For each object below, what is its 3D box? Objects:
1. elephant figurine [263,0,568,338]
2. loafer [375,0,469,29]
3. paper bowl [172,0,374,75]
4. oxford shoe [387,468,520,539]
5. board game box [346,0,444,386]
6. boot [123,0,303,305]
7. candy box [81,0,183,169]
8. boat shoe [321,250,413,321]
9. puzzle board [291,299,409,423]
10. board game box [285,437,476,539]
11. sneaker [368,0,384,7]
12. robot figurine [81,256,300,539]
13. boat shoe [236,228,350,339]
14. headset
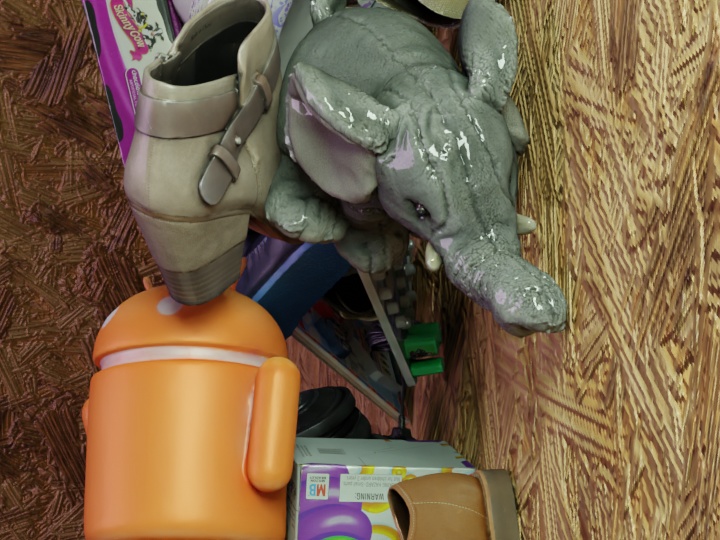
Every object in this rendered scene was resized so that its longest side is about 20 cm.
[{"bbox_3d":[0.033,-0.064,0.978,0.142,0.155,0.200,-61,13,-6],"label":"elephant figurine"},{"bbox_3d":[0.032,-0.170,1.103,0.200,0.076,0.068,-140,73,-82],"label":"loafer"},{"bbox_3d":[-0.052,-0.212,1.387,0.201,0.104,0.201,-53,-17,-23],"label":"paper bowl"},{"bbox_3d":[0.046,0.180,0.977,0.200,0.071,0.071,-99,14,-49],"label":"oxford shoe"},{"bbox_3d":[0.017,-0.063,1.220,0.200,0.026,0.200,67,-163,-56],"label":"board game box"},{"bbox_3d":[-0.059,-0.080,1.079,0.200,0.070,0.147,-54,-28,-48],"label":"boot"},{"bbox_3d":[-0.137,-0.128,1.466,0.200,0.061,0.137,47,-152,-82],"label":"candy box"},{"bbox_3d":[-0.003,0.000,1.341,0.202,0.072,0.060,66,-161,-73],"label":"boat shoe"},{"bbox_3d":[-0.029,0.021,1.462,0.017,0.151,0.200,-46,18,12],"label":"puzzle board"},{"bbox_3d":[0.004,0.203,1.173,0.105,0.103,0.201,-150,62,-81],"label":"board game box"},{"bbox_3d":[-0.016,-0.125,1.346,0.200,0.071,0.073,-62,-29,-50],"label":"sneaker"},{"bbox_3d":[-0.099,0.095,1.149,0.144,0.116,0.201,121,151,-73],"label":"robot figurine"},{"bbox_3d":[-0.064,-0.003,1.233,0.069,0.084,0.200,63,148,12],"label":"boat shoe"},{"bbox_3d":[-0.012,0.119,1.301,0.094,0.123,0.200,-1,56,58],"label":"headset"}]
